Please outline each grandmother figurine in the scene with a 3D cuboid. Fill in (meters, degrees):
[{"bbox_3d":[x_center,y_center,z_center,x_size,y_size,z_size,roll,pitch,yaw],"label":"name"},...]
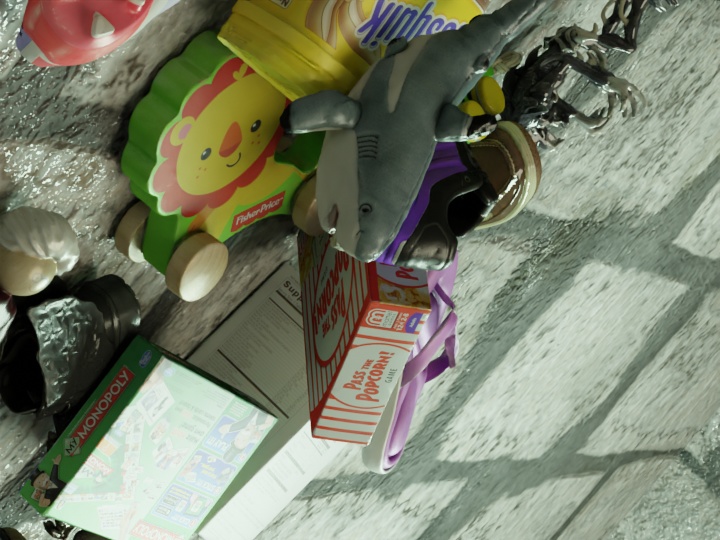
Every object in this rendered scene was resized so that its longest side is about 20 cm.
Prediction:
[{"bbox_3d":[-0.248,0.039,1.255,0.200,0.061,0.121,-45,169,2],"label":"grandmother figurine"}]

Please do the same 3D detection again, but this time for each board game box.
[{"bbox_3d":[-0.144,0.129,1.472,0.135,0.029,0.200,-52,154,-1],"label":"board game box"},{"bbox_3d":[0.000,0.000,1.501,0.046,0.200,0.152,8,135,-15],"label":"board game box"}]

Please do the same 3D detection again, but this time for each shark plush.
[{"bbox_3d":[0.046,-0.090,1.229,0.200,0.083,0.091,-39,141,-19],"label":"shark plush"}]

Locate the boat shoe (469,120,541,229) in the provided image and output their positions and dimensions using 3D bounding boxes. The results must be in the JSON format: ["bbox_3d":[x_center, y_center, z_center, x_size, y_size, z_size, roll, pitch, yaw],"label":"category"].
[{"bbox_3d":[0.066,-0.056,1.608,0.075,0.075,0.202,-24,175,-28],"label":"boat shoe"}]

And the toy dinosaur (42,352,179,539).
[{"bbox_3d":[-0.179,0.162,1.548,0.102,0.077,0.200,-7,123,-22],"label":"toy dinosaur"}]

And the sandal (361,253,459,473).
[{"bbox_3d":[0.053,0.068,1.631,0.082,0.050,0.203,-31,140,-64],"label":"sandal"}]

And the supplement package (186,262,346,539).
[{"bbox_3d":[-0.081,0.113,1.648,0.200,0.114,0.110,-44,159,-7],"label":"supplement package"}]

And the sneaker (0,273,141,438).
[{"bbox_3d":[-0.206,0.071,1.401,0.104,0.060,0.200,-30,149,-41],"label":"sneaker"}]

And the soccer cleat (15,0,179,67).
[{"bbox_3d":[-0.107,-0.175,1.145,0.200,0.067,0.076,-41,-169,-32],"label":"soccer cleat"}]

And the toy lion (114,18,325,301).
[{"bbox_3d":[-0.078,-0.087,1.366,0.200,0.069,0.192,-28,146,-42],"label":"toy lion"}]

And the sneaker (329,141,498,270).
[{"bbox_3d":[0.045,-0.068,1.393,0.200,0.099,0.070,-75,-173,-46],"label":"sneaker"}]

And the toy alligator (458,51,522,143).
[{"bbox_3d":[0.073,-0.136,1.574,0.059,0.054,0.200,-21,-158,33],"label":"toy alligator"}]

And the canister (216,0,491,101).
[{"bbox_3d":[0.022,-0.185,1.275,0.200,0.087,0.149,-55,145,-1],"label":"canister"}]

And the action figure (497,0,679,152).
[{"bbox_3d":[0.178,-0.154,1.672,0.200,0.102,0.119,-49,-168,-6],"label":"action figure"}]

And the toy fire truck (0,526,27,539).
[{"bbox_3d":[-0.264,0.304,1.513,0.176,0.200,0.129,-41,160,-14],"label":"toy fire truck"}]
